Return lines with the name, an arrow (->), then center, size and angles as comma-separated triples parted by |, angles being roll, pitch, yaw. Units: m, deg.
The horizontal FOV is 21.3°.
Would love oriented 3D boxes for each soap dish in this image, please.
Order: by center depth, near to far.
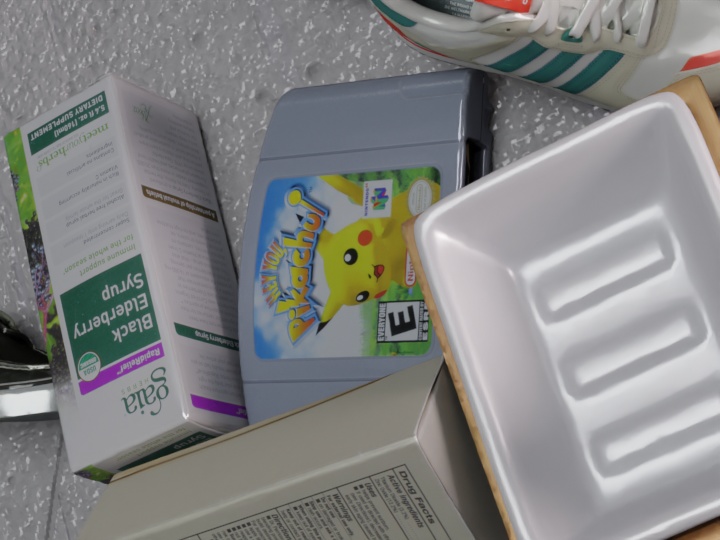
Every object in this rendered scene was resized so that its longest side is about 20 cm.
soap dish -> 0.121, 0.036, 0.857 | 0.157, 0.081, 0.201 | -26, 67, 17

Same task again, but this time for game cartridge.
game cartridge -> 0.000, 0.000, 0.975 | 0.133, 0.040, 0.201 | -5, 76, 35

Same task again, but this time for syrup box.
syrup box -> -0.119, 0.008, 1.019 | 0.078, 0.081, 0.201 | -26, 65, 25

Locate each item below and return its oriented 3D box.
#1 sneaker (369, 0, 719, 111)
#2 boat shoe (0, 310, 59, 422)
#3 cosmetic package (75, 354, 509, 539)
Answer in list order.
sneaker -> 0.092, -0.119, 0.891 | 0.199, 0.093, 0.071 | 14, 92, 19
boat shoe -> -0.224, 0.052, 1.075 | 0.199, 0.071, 0.064 | 0, 88, 33
cosmetic package -> -0.027, 0.127, 0.913 | 0.199, 0.073, 0.104 | -21, 112, 25
